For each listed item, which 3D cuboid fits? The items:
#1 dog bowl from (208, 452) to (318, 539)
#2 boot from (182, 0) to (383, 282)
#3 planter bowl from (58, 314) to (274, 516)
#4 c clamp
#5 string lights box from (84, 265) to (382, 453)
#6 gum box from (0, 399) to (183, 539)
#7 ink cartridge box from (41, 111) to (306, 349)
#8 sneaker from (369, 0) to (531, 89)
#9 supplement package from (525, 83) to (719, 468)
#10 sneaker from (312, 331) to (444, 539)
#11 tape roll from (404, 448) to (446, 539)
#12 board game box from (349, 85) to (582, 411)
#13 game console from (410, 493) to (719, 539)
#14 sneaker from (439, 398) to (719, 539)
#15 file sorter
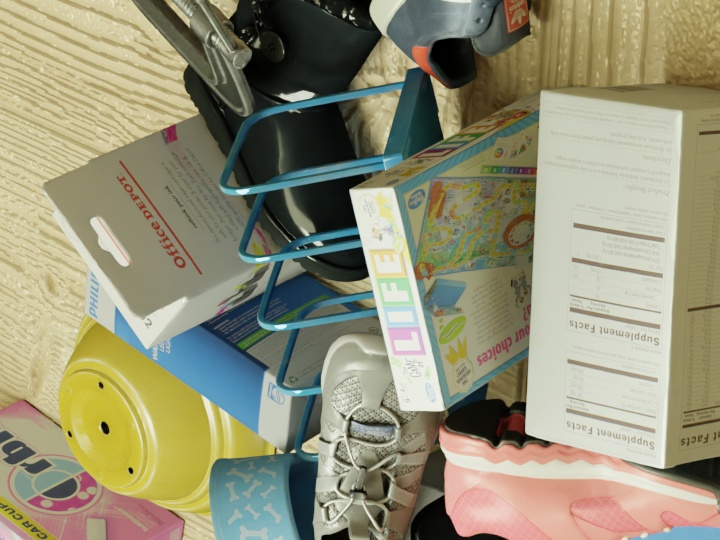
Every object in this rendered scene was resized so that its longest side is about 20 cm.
[{"bbox_3d":[-0.039,0.167,1.766,0.049,0.200,0.112,-18,82,13],"label":"dog bowl"},{"bbox_3d":[-0.025,-0.112,1.781,0.201,0.076,0.168,56,140,15],"label":"boot"},{"bbox_3d":[-0.161,0.102,2.020,0.200,0.083,0.202,22,124,37],"label":"planter bowl"},{"bbox_3d":[-0.120,-0.177,1.744,0.200,0.027,0.171,45,169,36],"label":"c clamp"},{"bbox_3d":[-0.085,0.034,1.894,0.200,0.103,0.059,33,133,31],"label":"string lights box"},{"bbox_3d":[-0.239,0.193,2.119,0.200,0.113,0.066,33,130,30],"label":"gum box"},{"bbox_3d":[-0.119,-0.028,1.825,0.115,0.200,0.068,53,137,12],"label":"ink cartridge box"},{"bbox_3d":[0.080,-0.183,1.649,0.085,0.075,0.200,52,146,13],"label":"sneaker"},{"bbox_3d":[0.172,0.000,1.575,0.109,0.113,0.201,12,103,46],"label":"supplement package"},{"bbox_3d":[0.009,0.123,1.647,0.074,0.082,0.201,5,131,5],"label":"sneaker"},{"bbox_3d":[0.074,0.222,1.855,0.200,0.066,0.201,22,123,38],"label":"tape roll"},{"bbox_3d":[0.079,-0.016,1.630,0.034,0.200,0.135,-2,108,39],"label":"board game box"},{"bbox_3d":[0.154,0.207,1.705,0.119,0.172,0.201,11,127,65],"label":"game console"},{"bbox_3d":[0.143,0.135,1.647,0.199,0.074,0.087,10,113,11],"label":"sneaker"},{"bbox_3d":[0.000,0.000,1.715,0.122,0.139,0.201,-9,114,12],"label":"file sorter"}]
